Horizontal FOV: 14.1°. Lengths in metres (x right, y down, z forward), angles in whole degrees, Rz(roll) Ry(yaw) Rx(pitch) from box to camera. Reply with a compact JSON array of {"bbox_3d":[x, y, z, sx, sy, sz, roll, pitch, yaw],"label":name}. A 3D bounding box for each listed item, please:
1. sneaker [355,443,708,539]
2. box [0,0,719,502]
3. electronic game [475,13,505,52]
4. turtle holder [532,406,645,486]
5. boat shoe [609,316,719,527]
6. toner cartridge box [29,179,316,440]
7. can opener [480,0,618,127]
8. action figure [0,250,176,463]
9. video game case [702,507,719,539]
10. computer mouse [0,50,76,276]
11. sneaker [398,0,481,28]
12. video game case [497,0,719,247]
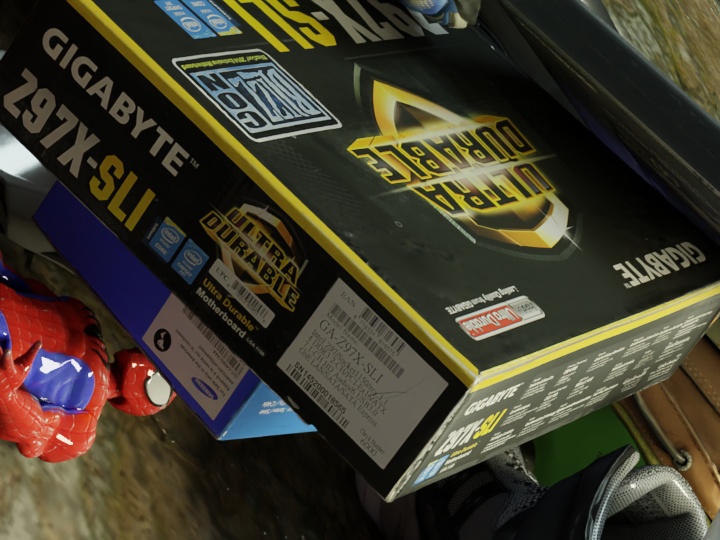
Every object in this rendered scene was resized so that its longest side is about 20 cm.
[{"bbox_3d":[0.061,0.084,0.964,0.075,0.114,0.200,47,27,-27],"label":"sneaker"},{"bbox_3d":[0.008,-0.022,0.827,0.160,0.049,0.200,42,24,17],"label":"box"},{"bbox_3d":[0.054,-0.081,1.228,0.200,0.042,0.200,44,28,-31],"label":"electronic game"},{"bbox_3d":[0.128,0.101,1.080,0.132,0.185,0.141,21,77,-54],"label":"turtle holder"},{"bbox_3d":[0.072,0.002,0.998,0.200,0.068,0.072,47,4,22],"label":"boat shoe"},{"bbox_3d":[0.000,0.000,0.890,0.095,0.043,0.200,49,26,25],"label":"toner cartridge box"},{"bbox_3d":[0.084,-0.090,1.159,0.200,0.079,0.063,58,36,-18],"label":"can opener"},{"bbox_3d":[-0.114,0.011,0.791,0.200,0.052,0.066,27,36,-55],"label":"action figure"},{"bbox_3d":[0.107,0.181,0.864,0.200,0.022,0.182,-58,141,-22],"label":"video game case"},{"bbox_3d":[-0.088,-0.039,0.899,0.200,0.044,0.110,32,35,-47],"label":"computer mouse"},{"bbox_3d":[-0.015,-0.136,0.884,0.089,0.079,0.200,3,30,-26],"label":"sneaker"},{"bbox_3d":[0.120,-0.011,0.902,0.143,0.019,0.200,45,0,29],"label":"video game case"}]
